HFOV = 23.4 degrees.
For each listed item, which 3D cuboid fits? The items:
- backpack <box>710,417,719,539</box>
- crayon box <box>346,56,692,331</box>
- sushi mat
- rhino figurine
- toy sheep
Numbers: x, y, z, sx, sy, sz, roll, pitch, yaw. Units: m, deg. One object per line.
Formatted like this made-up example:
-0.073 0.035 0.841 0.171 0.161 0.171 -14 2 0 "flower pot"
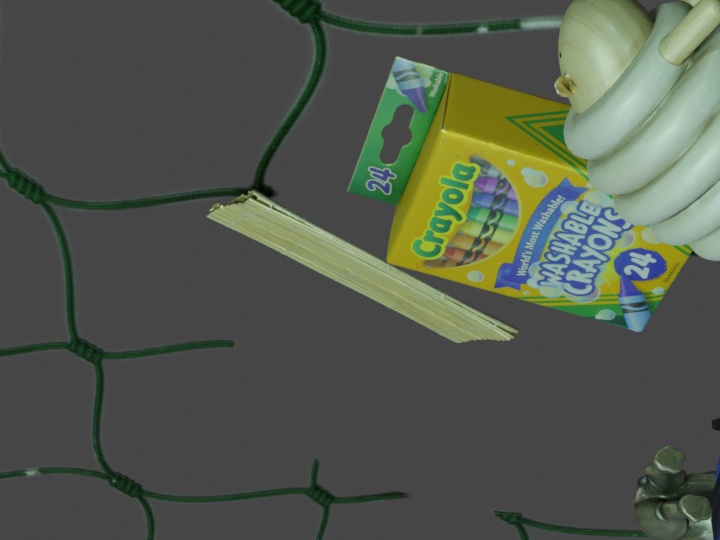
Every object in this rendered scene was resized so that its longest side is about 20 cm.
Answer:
0.297 0.087 1.046 0.161 0.168 0.201 5 137 3 "backpack"
0.097 -0.041 1.029 0.199 0.052 0.126 16 141 -5 "crayon box"
0.000 0.000 1.101 0.199 0.012 0.096 27 169 -19 "sushi mat"
0.288 0.179 1.243 0.199 0.060 0.088 14 155 -7 "rhino figurine"
0.184 -0.074 0.910 0.200 0.138 0.138 40 136 -6 "toy sheep"
